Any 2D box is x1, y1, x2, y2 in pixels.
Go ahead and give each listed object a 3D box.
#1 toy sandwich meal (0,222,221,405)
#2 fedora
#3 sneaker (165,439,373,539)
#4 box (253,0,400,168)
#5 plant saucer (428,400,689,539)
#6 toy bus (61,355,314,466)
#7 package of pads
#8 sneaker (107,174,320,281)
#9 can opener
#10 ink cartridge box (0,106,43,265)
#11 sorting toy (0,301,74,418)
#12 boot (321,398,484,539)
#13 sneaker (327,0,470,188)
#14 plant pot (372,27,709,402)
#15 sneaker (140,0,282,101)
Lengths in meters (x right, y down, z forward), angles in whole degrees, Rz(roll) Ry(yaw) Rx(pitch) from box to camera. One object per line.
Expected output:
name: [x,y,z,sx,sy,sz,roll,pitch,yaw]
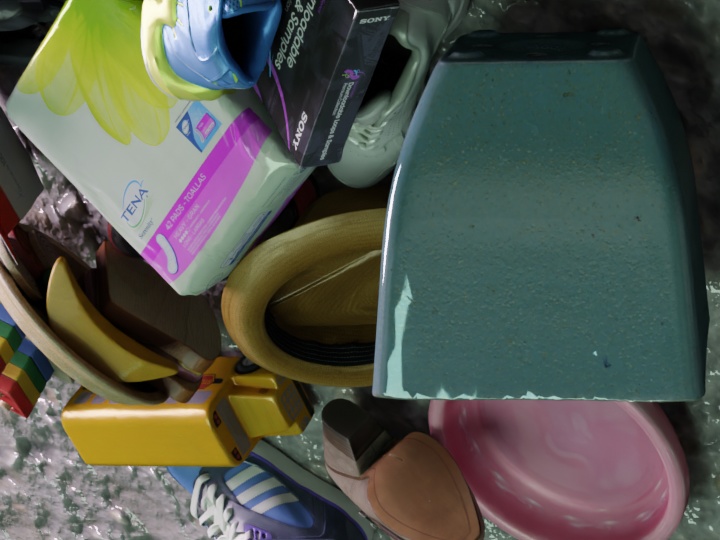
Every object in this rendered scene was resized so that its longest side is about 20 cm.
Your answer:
toy sandwich meal: [-0.191,0.023,1.656,0.205,0.205,0.070,45,103,-8]
fedora: [0.000,0.000,1.545,0.200,0.082,0.201,-3,138,-3]
sneaker: [-0.101,0.217,1.783,0.200,0.147,0.081,26,137,12]
box: [-0.050,-0.184,1.395,0.200,0.036,0.143,58,147,29]
plant saucer: [0.148,0.123,1.602,0.200,0.051,0.201,18,135,19]
toy bus: [-0.138,0.113,1.767,0.200,0.078,0.065,-3,125,36]
package of pads: [-0.134,-0.098,1.490,0.200,0.068,0.155,46,128,8]
sneaker: [-0.125,-0.032,1.614,0.200,0.098,0.071,-9,123,42]
can opener: [-0.201,-0.167,1.568,0.200,0.079,0.064,8,106,18]
ink cartridge box: [-0.281,-0.109,1.604,0.163,0.057,0.200,63,170,-25]
sorting toy: [-0.341,0.033,1.782,0.199,0.070,0.200,26,163,12]
boot: [0.042,0.179,1.667,0.200,0.070,0.146,45,168,39]
sneaker: [0.004,-0.118,1.446,0.078,0.099,0.200,27,138,9]
plant pot: [0.114,-0.043,1.353,0.196,0.196,0.200,0,104,10]
sneaker: [-0.087,-0.201,1.358,0.105,0.076,0.200,13,113,48]
